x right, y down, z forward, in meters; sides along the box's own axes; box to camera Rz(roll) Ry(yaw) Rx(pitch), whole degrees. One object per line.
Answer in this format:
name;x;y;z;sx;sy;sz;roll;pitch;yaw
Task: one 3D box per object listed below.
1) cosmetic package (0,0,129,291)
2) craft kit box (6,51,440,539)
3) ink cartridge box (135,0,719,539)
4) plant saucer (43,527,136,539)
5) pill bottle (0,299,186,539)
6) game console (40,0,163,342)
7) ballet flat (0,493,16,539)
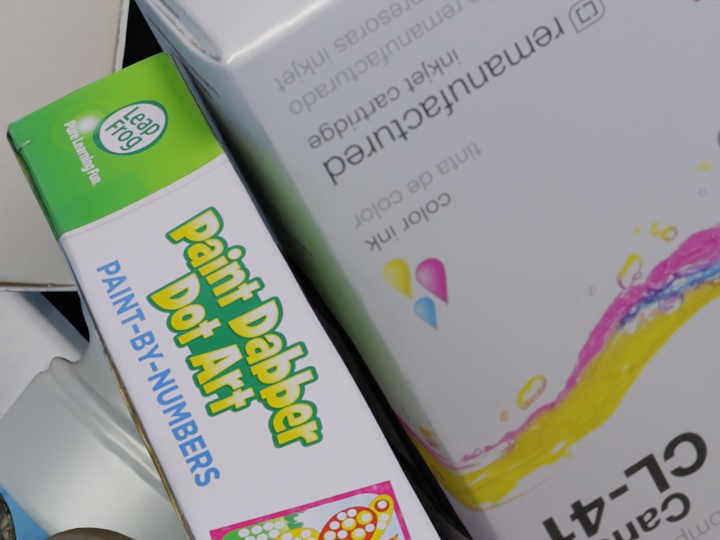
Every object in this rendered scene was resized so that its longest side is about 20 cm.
cosmetic package;-0.136;-0.067;0.795;0.200;0.087;0.104;-144;61;-63
craft kit box;0.003;0.085;0.605;0.048;0.200;0.198;-28;41;-6
ink cartridge box;0.059;-0.018;0.662;0.147;0.200;0.086;-33;28;-6
plant saucer;-0.058;0.156;0.633;0.200;0.029;0.201;18;111;59
pill bottle;0.000;0.000;0.760;0.114;0.114;0.200;38;88;35
game console;-0.058;-0.100;0.896;0.176;0.117;0.200;-30;52;-24
ballet flat;-0.148;0.123;0.789;0.200;0.075;0.068;-47;66;16
